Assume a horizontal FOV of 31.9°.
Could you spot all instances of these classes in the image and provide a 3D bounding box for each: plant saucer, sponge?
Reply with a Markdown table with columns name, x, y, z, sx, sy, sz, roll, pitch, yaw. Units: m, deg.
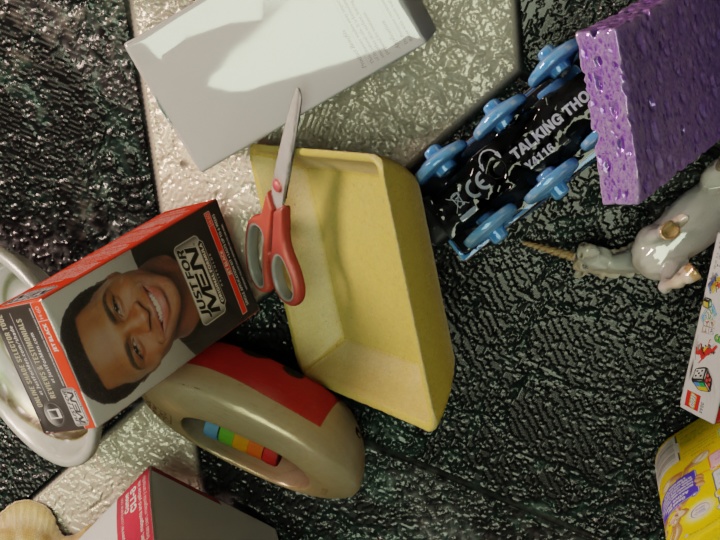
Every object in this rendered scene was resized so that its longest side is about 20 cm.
| name | x | y | z | sx | sy | sz | roll | pitch | yaw |
| --- | --- | --- | --- | --- | --- | --- | --- | --- | --- |
| plant saucer | -0.259 | 0.060 | 1.018 | 0.200 | 0.050 | 0.201 | 27 | 132 | 34 |
| plant saucer | 0.000 | 0.000 | 0.938 | 0.048 | 0.200 | 0.201 | -21 | 108 | -28 |
| sponge | 0.208 | -0.129 | 0.840 | 0.030 | 0.200 | 0.112 | 0 | 112 | 38 |

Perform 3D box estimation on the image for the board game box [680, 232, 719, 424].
| name | x | y | z | sx | sy | sz | roll | pitch | yaw |
| --- | --- | --- | --- | --- | --- | --- | --- | --- | --- |
| board game box | 0.311 | 0.029 | 0.885 | 0.035 | 0.199 | 0.127 | 29 | 118 | 48 |

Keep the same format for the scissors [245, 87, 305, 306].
| name | x | y | z | sx | sy | sz | roll | pitch | yaw |
| --- | --- | --- | --- | --- | --- | --- | --- | --- | --- |
| scissors | -0.066 | -0.058 | 0.950 | 0.073 | 0.014 | 0.201 | 39 | 140 | 41 |

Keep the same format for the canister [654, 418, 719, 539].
| name | x | y | z | sx | sy | sz | roll | pitch | yaw |
| --- | --- | --- | --- | --- | --- | --- | --- | --- | --- |
| canister | 0.288 | 0.169 | 0.912 | 0.148 | 0.200 | 0.087 | -34 | 99 | 17 |

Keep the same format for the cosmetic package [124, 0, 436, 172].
| name | x | y | z | sx | sy | sz | roll | pitch | yaw |
| --- | --- | --- | --- | --- | --- | --- | --- | --- | --- |
| cosmetic package | -0.057 | -0.170 | 0.926 | 0.199 | 0.081 | 0.113 | -25 | 101 | 17 |

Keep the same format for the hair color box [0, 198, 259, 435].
| name | x | y | z | sx | sy | sz | roll | pitch | yaw |
| --- | --- | --- | --- | --- | --- | --- | --- | --- | --- |
| hair color box | -0.168 | 0.030 | 0.939 | 0.061 | 0.200 | 0.102 | -10 | 108 | 36 |

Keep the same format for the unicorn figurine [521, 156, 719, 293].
| name | x | y | z | sx | sy | sz | roll | pitch | yaw |
| --- | --- | --- | --- | --- | --- | --- | --- | --- | --- |
| unicorn figurine | 0.229 | -0.033 | 0.909 | 0.199 | 0.137 | 0.074 | -27 | 90 | 1 |

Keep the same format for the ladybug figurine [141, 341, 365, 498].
| name | x | y | z | sx | sy | sz | roll | pitch | yaw |
| --- | --- | --- | --- | --- | --- | --- | --- | --- | --- |
| ladybug figurine | -0.083 | 0.113 | 1.005 | 0.199 | 0.136 | 0.072 | 25 | 66 | 3 |

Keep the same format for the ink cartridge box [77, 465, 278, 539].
| name | x | y | z | sx | sy | sz | roll | pitch | yaw |
| --- | --- | --- | --- | --- | --- | --- | --- | --- | --- |
| ink cartridge box | -0.175 | 0.297 | 1.034 | 0.145 | 0.145 | 0.200 | 34 | 111 | -31 |

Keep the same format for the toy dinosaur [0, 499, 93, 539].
| name | x | y | z | sx | sy | sz | roll | pitch | yaw |
| --- | --- | --- | --- | --- | --- | --- | --- | --- | --- |
| toy dinosaur | -0.311 | 0.253 | 1.122 | 0.199 | 0.058 | 0.102 | 5 | 93 | -1 |

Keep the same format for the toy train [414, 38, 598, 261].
| name | x | y | z | sx | sy | sz | roll | pitch | yaw |
| --- | --- | --- | --- | --- | --- | --- | --- | --- | --- |
| toy train | 0.125 | -0.088 | 0.902 | 0.200 | 0.114 | 0.087 | -41 | 82 | 19 |
